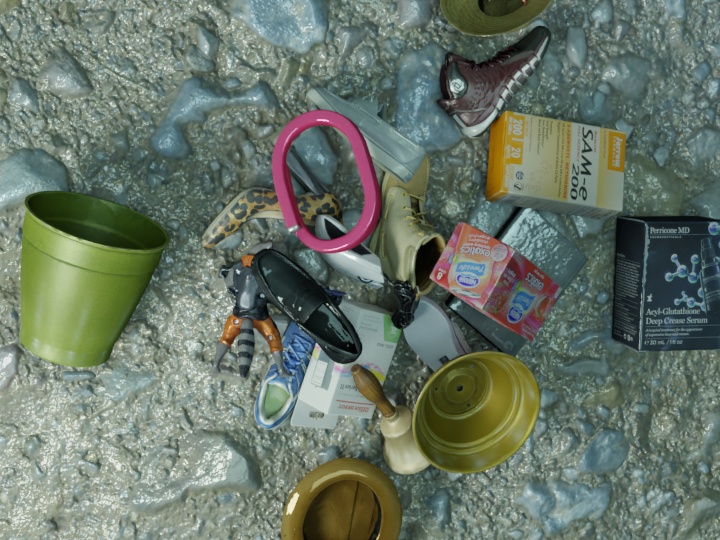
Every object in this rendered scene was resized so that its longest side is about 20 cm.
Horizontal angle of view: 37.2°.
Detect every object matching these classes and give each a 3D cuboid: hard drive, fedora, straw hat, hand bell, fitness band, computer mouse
[{"bbox_3d":[0.243,0.017,1.663,0.139,0.033,0.201,38,89,-14],"label":"hard drive"},{"bbox_3d":[-0.032,0.371,1.629,0.197,0.082,0.204,-2,103,-10],"label":"fedora"},{"bbox_3d":[0.222,-0.398,1.572,0.201,0.201,0.085,-44,144,-3],"label":"straw hat"},{"bbox_3d":[0.039,0.200,1.569,0.104,0.104,0.201,-38,129,-5],"label":"hand bell"},{"bbox_3d":[-0.048,-0.125,1.494,0.142,0.037,0.203,-19,79,15],"label":"fitness band"},{"bbox_3d":[0.000,0.000,1.523,0.199,0.110,0.044,40,69,13],"label":"computer mouse"}]

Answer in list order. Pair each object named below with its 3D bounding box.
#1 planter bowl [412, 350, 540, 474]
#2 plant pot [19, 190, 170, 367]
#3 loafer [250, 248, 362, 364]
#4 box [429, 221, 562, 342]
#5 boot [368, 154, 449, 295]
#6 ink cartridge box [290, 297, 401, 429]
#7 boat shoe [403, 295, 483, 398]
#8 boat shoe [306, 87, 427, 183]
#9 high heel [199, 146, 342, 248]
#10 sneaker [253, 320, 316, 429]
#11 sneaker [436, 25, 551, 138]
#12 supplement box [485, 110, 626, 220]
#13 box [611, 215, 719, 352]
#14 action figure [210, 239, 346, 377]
[{"bbox_3d":[0.158,0.191,1.574,0.197,0.084,0.204,-7,114,-15],"label":"planter bowl"},{"bbox_3d":[-0.384,0.019,1.468,0.197,0.201,0.196,17,106,-13],"label":"plant pot"},{"bbox_3d":[-0.070,0.046,1.469,0.068,0.070,0.201,-45,96,-15],"label":"loafer"},{"bbox_3d":[0.196,0.018,1.532,0.096,0.102,0.199,-59,147,0],"label":"box"},{"bbox_3d":[0.082,-0.075,1.550,0.072,0.155,0.203,15,96,-27],"label":"boot"},{"bbox_3d":[-0.019,0.150,1.582,0.116,0.067,0.203,14,96,-52],"label":"ink cartridge box"},{"bbox_3d":[0.125,0.100,1.627,0.074,0.087,0.203,-31,117,17],"label":"boat shoe"},{"bbox_3d":[0.012,-0.211,1.546,0.200,0.070,0.072,40,88,11],"label":"boat shoe"},{"bbox_3d":[-0.125,-0.063,1.557,0.200,0.071,0.143,-43,101,-10],"label":"high heel"},{"bbox_3d":[-0.099,0.147,1.583,0.075,0.077,0.203,22,90,-1],"label":"sneaker"},{"bbox_3d":[0.188,-0.306,1.590,0.115,0.076,0.201,38,90,-11],"label":"sneaker"},{"bbox_3d":[0.295,-0.157,1.615,0.196,0.073,0.128,7,80,-12],"label":"supplement box"},{"bbox_3d":[0.485,0.018,1.675,0.146,0.107,0.204,-1,97,-11],"label":"box"},{"bbox_3d":[-0.127,0.053,1.519,0.196,0.104,0.197,3,89,16],"label":"action figure"}]
